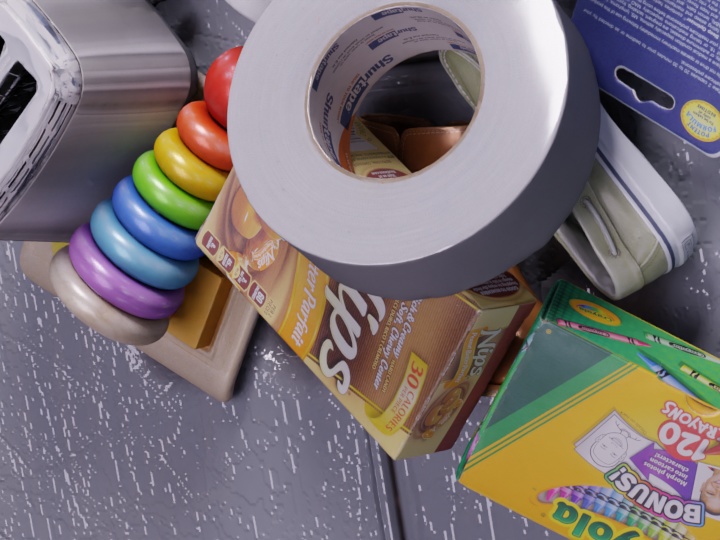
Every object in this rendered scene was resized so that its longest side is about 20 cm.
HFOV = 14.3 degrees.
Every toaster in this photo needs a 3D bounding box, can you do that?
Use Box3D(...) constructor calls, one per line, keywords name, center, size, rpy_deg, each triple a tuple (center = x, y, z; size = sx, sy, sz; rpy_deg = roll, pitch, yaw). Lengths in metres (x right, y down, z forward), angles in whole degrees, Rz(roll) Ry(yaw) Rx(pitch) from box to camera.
Box3D(name="toaster", center=(-0.193, -0.102, 1.766), size=(0.114, 0.129, 0.200), rpy_deg=(51, 121, 19))

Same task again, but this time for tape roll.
Box3D(name="tape roll", center=(0.030, -0.087, 1.582), size=(0.200, 0.066, 0.201), rpy_deg=(-8, 69, 21))

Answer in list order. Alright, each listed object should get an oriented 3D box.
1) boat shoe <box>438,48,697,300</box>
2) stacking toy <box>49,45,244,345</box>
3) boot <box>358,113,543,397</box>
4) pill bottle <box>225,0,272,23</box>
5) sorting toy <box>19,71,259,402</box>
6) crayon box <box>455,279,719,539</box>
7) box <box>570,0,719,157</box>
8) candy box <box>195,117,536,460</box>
Box3D(name="boat shoe", center=(0.106, -0.070, 1.624), size=(0.200, 0.062, 0.072), rpy_deg=(47, 158, 15))
Box3D(name="stacking toy", center=(-0.106, -0.051, 1.754), size=(0.085, 0.085, 0.200), rpy_deg=(45, 112, 18))
Box3D(name="boot", center=(0.069, -0.010, 1.676), size=(0.200, 0.074, 0.155), rpy_deg=(9, 102, 31))
Box3D(name="pill bottle", center=(-0.007, -0.236, 1.647), size=(0.113, 0.113, 0.200), rpy_deg=(44, 123, 19))
Box3D(name="sorting toy", center=(-0.131, -0.037, 1.830), size=(0.185, 0.036, 0.200), rpy_deg=(31, 118, 25))
Box3D(name="crayon box", center=(0.169, 0.105, 1.596), size=(0.200, 0.058, 0.119), rpy_deg=(26, 118, 1))
Box3D(name="box", center=(0.193, -0.175, 1.569), size=(0.121, 0.032, 0.200), rpy_deg=(34, 117, 24))
Box3D(name="candy box", center=(0.000, 0.000, 1.658), size=(0.200, 0.055, 0.116), rpy_deg=(47, 125, 29))
